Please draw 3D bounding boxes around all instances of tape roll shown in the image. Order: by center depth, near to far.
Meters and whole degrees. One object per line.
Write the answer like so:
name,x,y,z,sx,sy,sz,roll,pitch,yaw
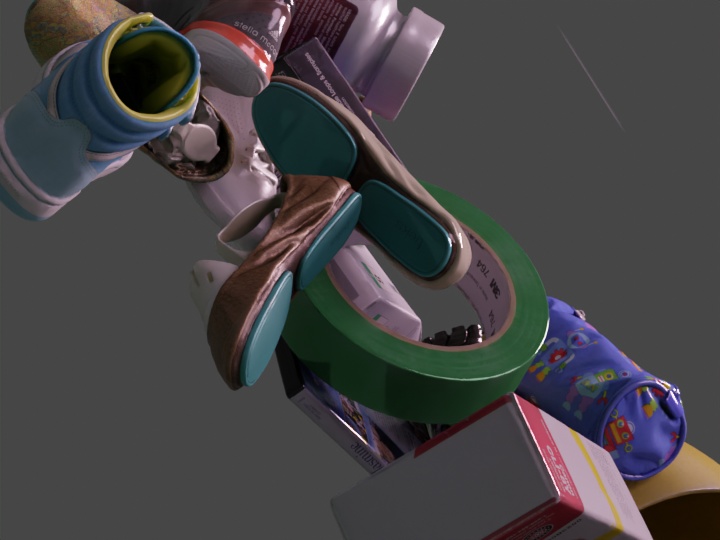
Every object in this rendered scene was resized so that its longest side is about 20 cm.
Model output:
tape roll,0.033,0.016,1.450,0.199,0.048,0.201,16,40,-14

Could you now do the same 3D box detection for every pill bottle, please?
pill bottle,-0.039,-0.209,1.702,0.199,0.110,0.110,29,17,-3

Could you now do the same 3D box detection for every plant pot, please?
plant pot,0.202,0.196,1.612,0.200,0.200,0.142,43,12,-43

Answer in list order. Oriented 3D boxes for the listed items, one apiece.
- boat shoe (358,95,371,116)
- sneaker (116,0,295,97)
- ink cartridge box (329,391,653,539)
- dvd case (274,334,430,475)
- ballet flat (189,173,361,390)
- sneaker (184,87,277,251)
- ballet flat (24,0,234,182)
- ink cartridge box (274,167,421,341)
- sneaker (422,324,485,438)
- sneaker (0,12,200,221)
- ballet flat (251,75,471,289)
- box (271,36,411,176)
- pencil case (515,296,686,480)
boat shoe,-0.019,-0.121,1.787,0.200,0.076,0.072,52,14,-19
sneaker,-0.110,-0.172,1.428,0.199,0.082,0.077,18,-20,47
ink cartridge box,0.093,0.170,1.379,0.200,0.145,0.084,31,29,-60
dvd case,-0.002,0.094,1.490,0.200,0.017,0.143,45,17,-37
ballet flat,-0.066,0.000,1.341,0.068,0.072,0.200,97,17,-45
sneaker,-0.082,-0.096,1.495,0.075,0.088,0.201,45,18,-42
ballet flat,-0.143,-0.117,1.364,0.200,0.070,0.071,44,19,-52
ink cartridge box,0.000,0.000,1.600,0.161,0.050,0.200,54,13,27
sneaker,0.084,0.127,1.560,0.200,0.077,0.086,65,14,-55
sneaker,-0.134,-0.109,1.208,0.080,0.130,0.200,50,25,-15
ballet flat,0.004,-0.061,1.439,0.200,0.070,0.069,46,10,18
box,-0.031,-0.105,1.627,0.143,0.036,0.200,55,-12,-8
pencil case,0.170,0.084,1.571,0.078,0.087,0.200,50,-5,-31
